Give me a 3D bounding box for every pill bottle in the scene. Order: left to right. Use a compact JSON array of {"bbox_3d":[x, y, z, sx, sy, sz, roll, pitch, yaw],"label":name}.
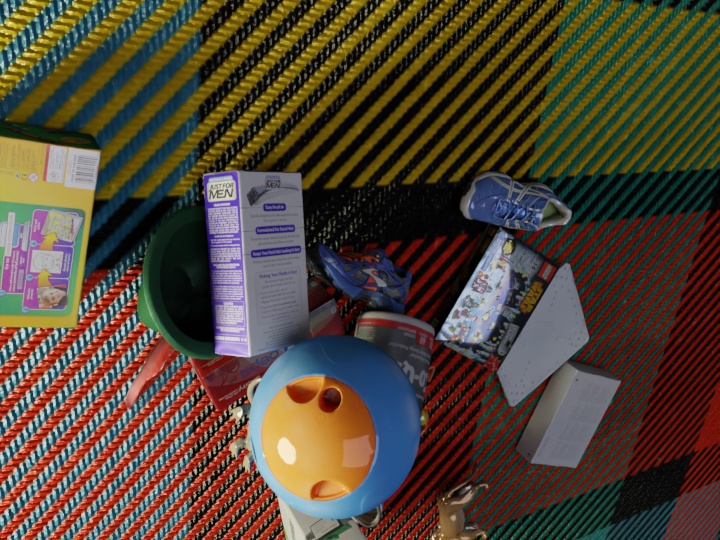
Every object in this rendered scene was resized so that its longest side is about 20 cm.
[{"bbox_3d":[0.032,0.168,0.959,0.113,0.113,0.205,23,71,-38],"label":"pill bottle"}]

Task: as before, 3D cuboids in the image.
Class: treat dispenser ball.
[{"bbox_3d":[-0.029,0.176,0.804,0.197,0.200,0.205,-14,120,-26],"label":"treat dispenser ball"}]

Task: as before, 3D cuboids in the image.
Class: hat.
[{"bbox_3d":[-0.245,0.035,0.848,0.166,0.173,0.203,46,48,-37],"label":"hat"}]

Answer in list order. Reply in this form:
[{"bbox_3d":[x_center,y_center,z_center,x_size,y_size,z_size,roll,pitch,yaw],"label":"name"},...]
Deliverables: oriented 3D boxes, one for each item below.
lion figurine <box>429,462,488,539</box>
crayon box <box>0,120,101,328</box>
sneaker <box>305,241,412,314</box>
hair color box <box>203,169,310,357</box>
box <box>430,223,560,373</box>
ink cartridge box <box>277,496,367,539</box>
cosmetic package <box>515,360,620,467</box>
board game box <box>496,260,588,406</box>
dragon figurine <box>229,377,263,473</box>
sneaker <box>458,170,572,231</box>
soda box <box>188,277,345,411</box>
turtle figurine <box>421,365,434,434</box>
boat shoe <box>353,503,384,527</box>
[{"bbox_3d":[0.172,0.460,1.301,0.120,0.072,0.205,-9,103,-18],"label":"lion figurine"},{"bbox_3d":[-0.343,-0.043,0.719,0.117,0.058,0.204,4,111,-33],"label":"crayon box"},{"bbox_3d":[0.000,0.000,0.962,0.199,0.075,0.080,29,87,-47],"label":"sneaker"},{"bbox_3d":[-0.118,-0.011,0.815,0.108,0.064,0.205,-8,98,-55],"label":"hair color box"},{"bbox_3d":[0.210,0.045,1.110,0.135,0.040,0.203,27,97,-24],"label":"box"},{"bbox_3d":[-0.046,0.425,1.048,0.083,0.200,0.149,-18,123,-22],"label":"ink cartridge box"},{"bbox_3d":[0.403,0.280,1.362,0.149,0.052,0.203,15,103,-39],"label":"cosmetic package"},{"bbox_3d":[0.307,0.112,1.233,0.199,0.026,0.202,-37,128,-12],"label":"board game box"},{"bbox_3d":[-0.117,0.200,0.928,0.098,0.058,0.204,-19,126,-40],"label":"dragon figurine"},{"bbox_3d":[0.234,-0.101,1.051,0.196,0.077,0.077,-3,117,-30],"label":"sneaker"},{"bbox_3d":[-0.122,0.093,0.921,0.198,0.070,0.064,-31,128,-17],"label":"soda box"},{"bbox_3d":[0.052,0.247,1.089,0.159,0.064,0.203,-9,129,-38],"label":"turtle figurine"},{"bbox_3d":[-0.025,0.278,0.999,0.073,0.061,0.203,-24,108,9],"label":"boat shoe"}]
